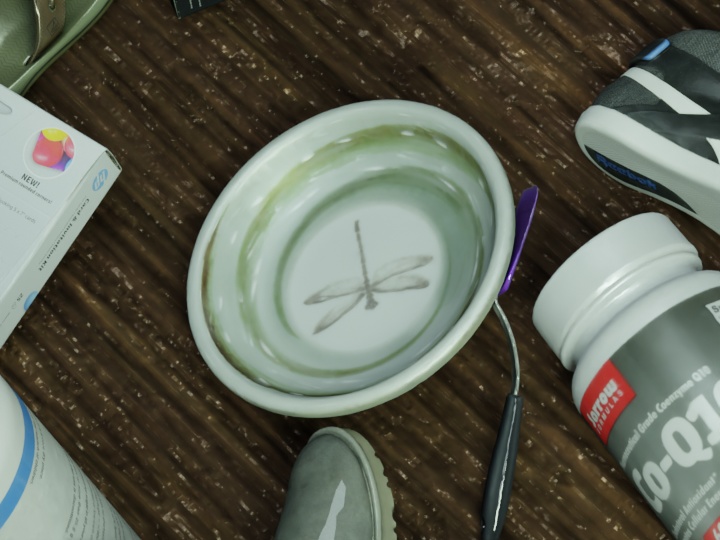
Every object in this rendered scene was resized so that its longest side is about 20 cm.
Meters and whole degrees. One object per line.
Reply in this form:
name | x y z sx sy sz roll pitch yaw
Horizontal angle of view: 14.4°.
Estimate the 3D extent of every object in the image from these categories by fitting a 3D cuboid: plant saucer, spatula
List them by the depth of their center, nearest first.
spatula | 0.080 0.053 1.565 0.020 0.057 0.201 4 86 -8
plant saucer | 0.000 0.000 1.601 0.199 0.050 0.201 -13 56 19

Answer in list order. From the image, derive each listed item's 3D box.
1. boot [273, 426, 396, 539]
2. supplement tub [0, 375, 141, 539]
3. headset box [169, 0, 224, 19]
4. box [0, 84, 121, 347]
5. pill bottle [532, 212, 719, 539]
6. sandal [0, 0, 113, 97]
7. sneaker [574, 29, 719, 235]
boot | -0.074 0.160 1.461 0.199 0.072 0.183 10 68 -37
supplement tub | -0.192 0.144 1.460 0.131 0.200 0.133 -16 47 18
headset box | -0.058 -0.279 1.739 0.199 0.093 0.175 -24 64 -8
box | -0.257 -0.020 1.636 0.155 0.041 0.201 30 81 18
pill bottle | 0.185 0.074 1.531 0.114 0.114 0.200 -32 65 -11
sandal | -0.205 -0.161 1.711 0.079 0.057 0.202 25 69 17
sneaker | 0.232 -0.073 1.623 0.199 0.073 0.112 32 71 20
